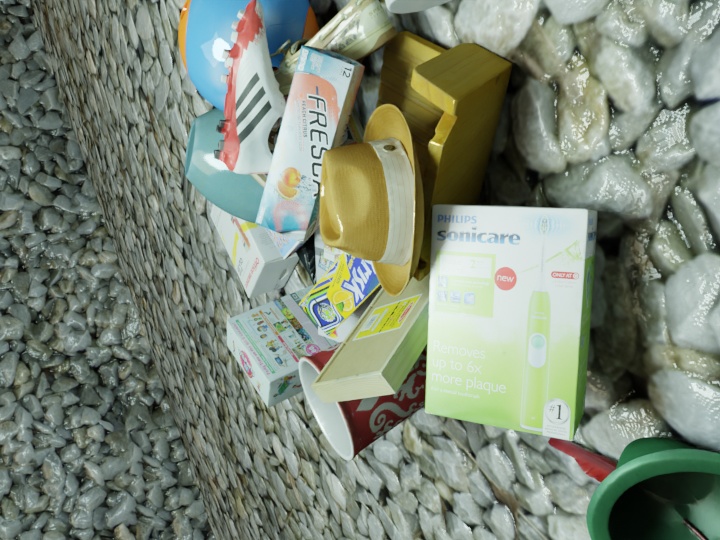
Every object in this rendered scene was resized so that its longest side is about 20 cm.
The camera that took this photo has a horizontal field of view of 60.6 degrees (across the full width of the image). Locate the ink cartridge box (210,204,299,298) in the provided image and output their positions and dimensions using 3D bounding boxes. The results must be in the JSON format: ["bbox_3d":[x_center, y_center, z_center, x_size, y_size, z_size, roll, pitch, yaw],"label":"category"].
[{"bbox_3d":[-0.208,-0.073,1.192,0.203,0.082,0.146,61,148,17],"label":"ink cartridge box"}]

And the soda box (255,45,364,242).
[{"bbox_3d":[-0.057,-0.141,0.692,0.062,0.068,0.204,19,109,4],"label":"soda box"}]

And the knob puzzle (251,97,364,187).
[{"bbox_3d":[-0.057,-0.152,0.799,0.030,0.217,0.224,-30,80,51],"label":"knob puzzle"}]

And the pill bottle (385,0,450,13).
[{"bbox_3d":[0.047,-0.370,0.598,0.113,0.112,0.205,-4,103,58],"label":"pill bottle"}]

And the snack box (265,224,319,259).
[{"bbox_3d":[-0.102,-0.070,0.878,0.073,0.024,0.200,58,160,0],"label":"snack box"}]

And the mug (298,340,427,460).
[{"bbox_3d":[0.027,0.122,0.801,0.177,0.197,0.136,31,140,55],"label":"mug"}]

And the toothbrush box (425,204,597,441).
[{"bbox_3d":[0.144,0.041,0.594,0.142,0.086,0.206,5,96,27],"label":"toothbrush box"}]

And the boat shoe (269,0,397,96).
[{"bbox_3d":[-0.047,-0.265,0.736,0.197,0.074,0.063,-15,115,35],"label":"boat shoe"}]

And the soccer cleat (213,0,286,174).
[{"bbox_3d":[-0.122,-0.213,0.729,0.068,0.083,0.206,172,104,-66],"label":"soccer cleat"}]

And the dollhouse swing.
[{"bbox_3d":[0.049,-0.142,0.680,0.174,0.181,0.203,28,132,23],"label":"dollhouse swing"}]

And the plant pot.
[{"bbox_3d":[-0.219,-0.190,1.029,0.199,0.132,0.206,-172,90,-67],"label":"plant pot"}]

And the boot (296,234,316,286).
[{"bbox_3d":[-0.090,-0.047,1.032,0.203,0.076,0.168,62,165,-15],"label":"boot"}]

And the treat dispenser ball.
[{"bbox_3d":[-0.153,-0.318,0.862,0.200,0.198,0.205,33,133,45],"label":"treat dispenser ball"}]

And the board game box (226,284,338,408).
[{"bbox_3d":[-0.099,0.113,1.005,0.148,0.197,0.065,46,141,35],"label":"board game box"}]

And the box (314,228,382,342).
[{"bbox_3d":[0.005,0.023,0.896,0.153,0.041,0.204,16,121,29],"label":"box"}]

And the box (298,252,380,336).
[{"bbox_3d":[0.000,0.000,0.814,0.064,0.070,0.200,44,131,2],"label":"box"}]

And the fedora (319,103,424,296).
[{"bbox_3d":[0.001,-0.069,0.625,0.200,0.080,0.206,176,90,-76],"label":"fedora"}]

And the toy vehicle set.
[{"bbox_3d":[0.038,0.059,0.686,0.027,0.201,0.123,50,142,-15],"label":"toy vehicle set"}]

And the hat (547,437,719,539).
[{"bbox_3d":[0.292,0.182,0.594,0.195,0.177,0.169,8,118,14],"label":"hat"}]
